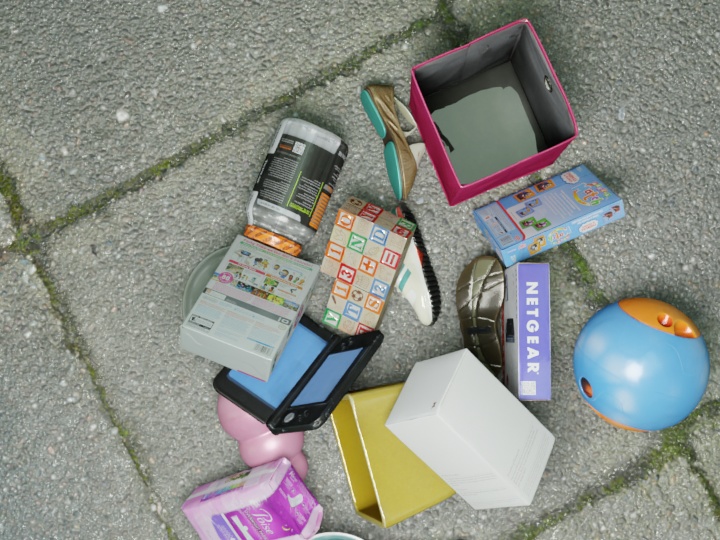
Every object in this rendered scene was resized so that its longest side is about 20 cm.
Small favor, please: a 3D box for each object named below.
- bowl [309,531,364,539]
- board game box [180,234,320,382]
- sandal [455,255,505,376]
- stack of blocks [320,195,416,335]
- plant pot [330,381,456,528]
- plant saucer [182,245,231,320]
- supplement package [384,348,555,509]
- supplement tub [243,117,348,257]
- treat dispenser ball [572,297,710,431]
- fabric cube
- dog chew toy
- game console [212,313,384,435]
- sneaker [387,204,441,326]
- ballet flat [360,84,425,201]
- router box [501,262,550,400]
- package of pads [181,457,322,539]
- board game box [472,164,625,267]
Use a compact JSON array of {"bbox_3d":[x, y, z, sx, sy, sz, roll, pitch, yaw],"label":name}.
[{"bbox_3d":[-0.031,0.495,1.401,0.198,0.105,0.204,0,89,7],"label":"bowl"},{"bbox_3d":[-0.165,0.054,1.374,0.146,0.065,0.201,21,50,6],"label":"board game box"},{"bbox_3d":[0.201,0.075,1.459,0.081,0.055,0.203,-4,100,18],"label":"sandal"},{"bbox_3d":[0.000,0.000,1.417,0.114,0.059,0.202,24,120,9],"label":"stack of blocks"},{"bbox_3d":[0.079,0.260,1.387,0.198,0.195,0.197,-14,85,-15],"label":"plant pot"},{"bbox_3d":[-0.198,0.056,1.475,0.197,0.050,0.203,0,86,1],"label":"plant saucer"},{"bbox_3d":[0.154,0.225,1.260,0.200,0.116,0.118,45,54,-18],"label":"supplement package"},{"bbox_3d":[-0.108,-0.131,1.450,0.121,0.123,0.202,22,86,4],"label":"supplement tub"},{"bbox_3d":[0.424,0.142,1.370,0.198,0.201,0.204,0,86,2],"label":"treat dispenser ball"},{"bbox_3d":[0.199,-0.237,1.409,0.198,0.199,0.198,-23,84,0],"label":"fabric cube"},{"bbox_3d":[-0.145,0.258,1.427,0.123,0.125,0.202,-24,93,0],"label":"dog chew toy"},{"bbox_3d":[-0.091,0.136,1.357,0.117,0.175,0.200,52,52,-17],"label":"game console"},{"bbox_3d":[0.065,0.000,1.470,0.092,0.070,0.202,-19,87,19],"label":"sneaker"},{"bbox_3d":[0.064,-0.217,1.487,0.072,0.068,0.202,-17,81,-16],"label":"ballet flat"},{"bbox_3d":[0.253,0.094,1.391,0.048,0.180,0.203,0,85,1],"label":"router box"},{"bbox_3d":[-0.168,0.373,1.387,0.199,0.076,0.121,-24,108,30],"label":"package of pads"},{"bbox_3d":[0.293,-0.090,1.423,0.198,0.152,0.037,-24,119,1],"label":"board game box"}]
